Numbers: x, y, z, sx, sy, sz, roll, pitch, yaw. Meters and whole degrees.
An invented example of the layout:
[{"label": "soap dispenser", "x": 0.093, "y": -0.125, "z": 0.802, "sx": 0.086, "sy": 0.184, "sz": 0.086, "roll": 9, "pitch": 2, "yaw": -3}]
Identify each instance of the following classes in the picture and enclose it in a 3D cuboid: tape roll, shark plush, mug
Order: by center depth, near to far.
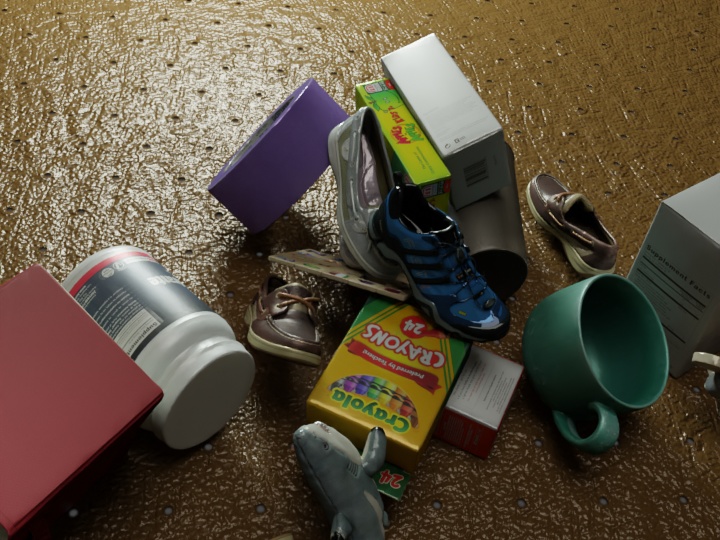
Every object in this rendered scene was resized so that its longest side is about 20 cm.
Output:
[{"label": "shark plush", "x": -0.019, "y": 0.239, "z": 0.802, "sx": 0.090, "sy": 0.203, "sz": 0.083, "roll": -7, "pitch": 0, "yaw": 18}, {"label": "mug", "x": 0.249, "y": 0.100, "z": 0.970, "sx": 0.185, "sy": 0.114, "sz": 0.153, "roll": -36, "pitch": 95, "yaw": -39}, {"label": "tape roll", "x": -0.103, "y": -0.149, "z": 1.120, "sx": 0.085, "sy": 0.199, "sz": 0.201, "roll": 44, "pitch": 44, "yaw": -14}]

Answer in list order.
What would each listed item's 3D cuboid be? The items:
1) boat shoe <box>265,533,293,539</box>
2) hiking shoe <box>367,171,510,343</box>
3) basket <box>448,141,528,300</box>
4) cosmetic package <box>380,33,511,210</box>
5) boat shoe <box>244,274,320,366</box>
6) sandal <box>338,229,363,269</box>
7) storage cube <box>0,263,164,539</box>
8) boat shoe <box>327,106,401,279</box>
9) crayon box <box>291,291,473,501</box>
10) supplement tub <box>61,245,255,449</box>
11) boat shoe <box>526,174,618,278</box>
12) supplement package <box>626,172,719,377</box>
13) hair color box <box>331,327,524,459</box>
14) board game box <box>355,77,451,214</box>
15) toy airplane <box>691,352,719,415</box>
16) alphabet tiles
[{"label": "boat shoe", "x": -0.130, "y": 0.308, "z": 0.765, "sx": 0.199, "sy": 0.072, "sz": 0.072, "roll": -25, "pitch": 83, "yaw": -43}, {"label": "hiking shoe", "x": 0.086, "y": -0.007, "z": 0.914, "sx": 0.200, "sy": 0.087, "sz": 0.074, "roll": 45, "pitch": 58, "yaw": 13}, {"label": "basket", "x": 0.142, "y": -0.064, "z": 1.133, "sx": 0.178, "sy": 0.137, "sz": 0.201, "roll": -11, "pitch": 50, "yaw": -1}, {"label": "cosmetic package", "x": 0.105, "y": -0.190, "z": 1.086, "sx": 0.084, "sy": 0.108, "sz": 0.201, "roll": -25, "pitch": 54, "yaw": 0}, {"label": "boat shoe", "x": -0.083, "y": 0.048, "z": 0.948, "sx": 0.071, "sy": 0.073, "sz": 0.200, "roll": 17, "pitch": 7, "yaw": -17}, {"label": "sandal", "x": 0.006, "y": -0.061, "z": 1.107, "sx": 0.078, "sy": 0.060, "sz": 0.208, "roll": 6, "pitch": 44, "yaw": 5}, {"label": "storage cube", "x": -0.316, "y": 0.140, "z": 0.789, "sx": 0.200, "sy": 0.171, "sz": 0.180, "roll": 44, "pitch": 50, "yaw": 2}, {"label": "boat shoe", "x": 0.014, "y": -0.090, "z": 1.010, "sx": 0.074, "sy": 0.065, "sz": 0.204, "roll": 0, "pitch": 70, "yaw": -34}, {"label": "crayon box", "x": 0.027, "y": 0.124, "z": 0.896, "sx": 0.126, "sy": 0.051, "sz": 0.201, "roll": 21, "pitch": 50, "yaw": 13}, {"label": "supplement tub", "x": -0.222, "y": 0.079, "z": 0.918, "sx": 0.199, "sy": 0.141, "sz": 0.140, "roll": 37, "pitch": 50, "yaw": 26}, {"label": "boat shoe", "x": 0.295, "y": -0.078, "z": 1.186, "sx": 0.071, "sy": 0.072, "sz": 0.201, "roll": -7, "pitch": 46, "yaw": -15}, {"label": "supplement package", "x": 0.413, "y": 0.006, "z": 1.052, "sx": 0.120, "sy": 0.201, "sz": 0.120, "roll": -22, "pitch": 52, "yaw": -29}, {"label": "hair color box", "x": 0.074, "y": 0.121, "z": 0.980, "sx": 0.198, "sy": 0.062, "sz": 0.102, "roll": 24, "pitch": 48, "yaw": 14}, {"label": "board game box", "x": 0.048, "y": -0.137, "z": 1.068, "sx": 0.047, "sy": 0.102, "sz": 0.201, "roll": -16, "pitch": 49, "yaw": -13}, {"label": "toy airplane", "x": 0.492, "y": 0.148, "z": 0.965, "sx": 0.198, "sy": 0.142, "sz": 0.199, "roll": 10, "pitch": 17, "yaw": -48}, {"label": "alphabet tiles", "x": 0.000, "y": 0.000, "z": 1.045, "sx": 0.165, "sy": 0.008, "sz": 0.200, "roll": 16, "pitch": 9, "yaw": 15}]
